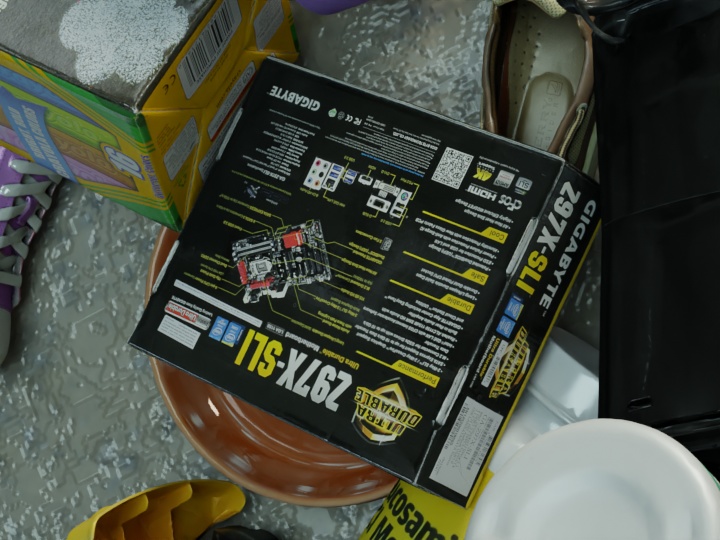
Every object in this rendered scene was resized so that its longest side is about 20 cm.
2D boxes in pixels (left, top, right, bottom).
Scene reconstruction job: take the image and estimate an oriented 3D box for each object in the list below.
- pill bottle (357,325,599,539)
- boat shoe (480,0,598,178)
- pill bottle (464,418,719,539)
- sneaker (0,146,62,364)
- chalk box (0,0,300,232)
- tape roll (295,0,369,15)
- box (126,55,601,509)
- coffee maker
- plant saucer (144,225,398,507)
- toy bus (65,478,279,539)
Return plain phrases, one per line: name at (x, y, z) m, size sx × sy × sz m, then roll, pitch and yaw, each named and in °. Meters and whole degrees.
pill bottle at (0.063, 0.130, 1.106) m, size 0.112 × 0.112 × 0.201 m, roll 37°, pitch 99°, yaw 20°
boat shoe at (0.096, -0.130, 1.132) m, size 0.074 × 0.075 × 0.204 m, roll 4°, pitch 88°, yaw 21°
pill bottle at (0.127, 0.147, 0.995) m, size 0.112 × 0.200 × 0.114 m, roll -11°, pitch 63°, yaw 22°
sneaker at (-0.182, -0.046, 1.239) m, size 0.113 × 0.073 × 0.202 m, roll -7°, pitch 83°, yaw 18°
chalk box at (-0.149, -0.131, 1.159) m, size 0.199 × 0.124 × 0.125 m, roll 26°, pitch 70°, yaw 19°
tape roll at (-0.019, -0.227, 1.117) m, size 0.065 × 0.200 × 0.202 m, roll -17°, pitch 80°, yaw 20°
box at (0.000, 0.000, 1.101) m, size 0.199 × 0.049 × 0.161 m, roll 22°, pitch 86°, yaw 40°
coffee maker at (0.153, -0.013, 1.021) m, size 0.135 × 0.191 × 0.201 m, roll -31°, pitch 53°, yaw 56°
plant saucer at (-0.014, 0.018, 1.188) m, size 0.199 × 0.032 × 0.202 m, roll -2°, pitch 86°, yaw 20°
toy bus at (-0.121, 0.228, 1.171) m, size 0.191 × 0.135 × 0.201 m, roll -27°, pitch 79°, yaw 31°
